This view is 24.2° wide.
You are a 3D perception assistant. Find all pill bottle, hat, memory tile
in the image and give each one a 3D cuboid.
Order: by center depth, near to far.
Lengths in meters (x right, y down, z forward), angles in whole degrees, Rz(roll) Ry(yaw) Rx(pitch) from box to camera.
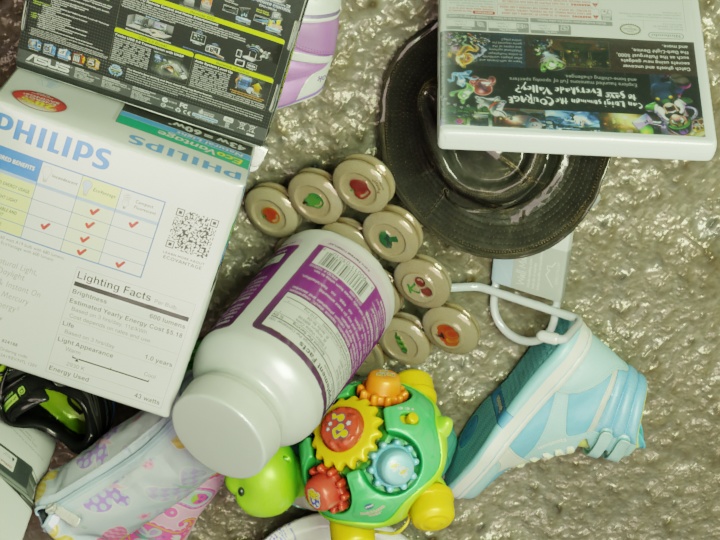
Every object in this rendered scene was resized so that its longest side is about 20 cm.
[{"bbox_3d":[0.089,-0.105,1.279,0.199,0.081,0.202,2,95,23],"label":"hat"},{"bbox_3d":[-0.062,0.067,1.317,0.112,0.200,0.113,19,135,20],"label":"pill bottle"},{"bbox_3d":[0.000,0.000,1.380,0.153,0.017,0.201,-13,120,39],"label":"memory tile"}]

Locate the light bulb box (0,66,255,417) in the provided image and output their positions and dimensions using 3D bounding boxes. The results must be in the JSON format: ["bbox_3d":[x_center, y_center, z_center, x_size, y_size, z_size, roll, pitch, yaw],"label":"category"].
[{"bbox_3d":[-0.202,-0.026,1.276,0.197,0.125,0.201,19,110,-7],"label":"light bulb box"}]

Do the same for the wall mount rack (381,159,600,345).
[{"bbox_3d":[0.104,-0.024,1.375,0.173,0.075,0.201,17,119,24],"label":"wall mount rack"}]

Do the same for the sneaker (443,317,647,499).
[{"bbox_3d":[0.171,0.147,1.455,0.130,0.080,0.200,32,115,-14],"label":"sneaker"}]

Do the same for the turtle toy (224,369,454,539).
[{"bbox_3d":[-0.015,0.156,1.395,0.199,0.146,0.101,-23,143,18],"label":"turtle toy"}]

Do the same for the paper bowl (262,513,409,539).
[{"bbox_3d":[-0.020,0.321,1.504,0.199,0.104,0.202,0,78,2],"label":"paper bowl"}]

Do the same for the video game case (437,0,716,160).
[{"bbox_3d":[0.156,-0.159,1.246,0.199,0.183,0.023,3,142,-1],"label":"video game case"}]

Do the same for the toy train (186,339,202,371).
[{"bbox_3d":[-0.121,0.086,1.442,0.199,0.056,0.042,-1,117,1],"label":"toy train"}]

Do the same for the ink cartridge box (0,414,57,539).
[{"bbox_3d":[-0.350,0.203,1.425,0.144,0.200,0.084,-36,110,18],"label":"ink cartridge box"}]

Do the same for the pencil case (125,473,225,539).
[{"bbox_3d":[-0.174,0.200,1.488,0.087,0.088,0.200,29,113,-13],"label":"pencil case"}]

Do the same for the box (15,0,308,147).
[{"bbox_3d":[-0.142,-0.190,1.221,0.199,0.044,0.161,17,133,-3],"label":"box"}]

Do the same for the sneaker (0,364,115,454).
[{"bbox_3d":[-0.290,0.082,1.428,0.071,0.083,0.199,-41,109,19],"label":"sneaker"}]

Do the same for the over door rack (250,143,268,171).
[{"bbox_3d":[-0.175,-0.050,1.369,0.147,0.067,0.201,22,110,-9],"label":"over door rack"}]

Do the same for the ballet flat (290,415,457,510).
[{"bbox_3d":[-0.012,0.176,1.478,0.199,0.071,0.068,-16,116,10],"label":"ballet flat"}]

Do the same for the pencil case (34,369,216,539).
[{"bbox_3d":[-0.182,0.160,1.387,0.200,0.084,0.090,-35,146,28],"label":"pencil case"}]

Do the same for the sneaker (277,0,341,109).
[{"bbox_3d":[-0.120,-0.175,1.300,0.199,0.073,0.115,9,120,-3],"label":"sneaker"}]
